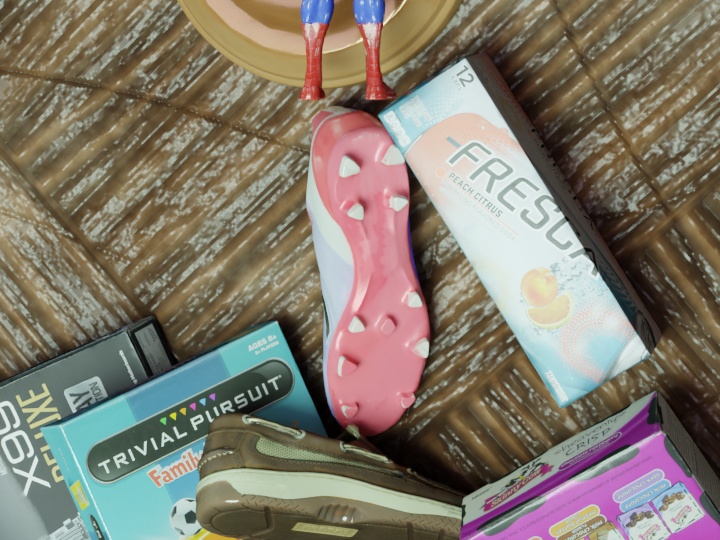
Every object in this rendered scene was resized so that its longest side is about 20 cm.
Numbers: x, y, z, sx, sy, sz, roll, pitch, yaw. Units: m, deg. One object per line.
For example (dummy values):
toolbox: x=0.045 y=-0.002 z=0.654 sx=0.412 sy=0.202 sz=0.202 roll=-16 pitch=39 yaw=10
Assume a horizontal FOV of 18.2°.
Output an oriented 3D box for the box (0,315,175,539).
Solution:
box: x=-0.161 y=0.149 z=1.408 sx=0.157 sy=0.050 sz=0.201 roll=-22 pitch=94 yaw=19

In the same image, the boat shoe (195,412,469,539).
boat shoe: x=0.000 y=0.124 z=1.315 sx=0.075 sy=0.201 sz=0.075 roll=-40 pitch=43 yaw=46

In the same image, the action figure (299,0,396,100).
action figure: x=-0.009 y=-0.197 z=1.256 sx=0.065 sy=0.052 sz=0.201 roll=1 pitch=97 yaw=11

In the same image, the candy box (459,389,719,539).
candy box: x=0.166 y=0.186 z=1.283 sx=0.136 sy=0.061 sz=0.200 roll=-30 pitch=106 yaw=16

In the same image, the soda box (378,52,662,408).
soda box: x=0.093 y=-0.026 z=1.284 sx=0.063 sy=0.068 sz=0.201 roll=-33 pitch=90 yaw=16

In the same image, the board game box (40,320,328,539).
board game box: x=-0.080 y=0.153 z=1.339 sx=0.150 sy=0.047 sz=0.201 roll=-26 pitch=94 yaw=-23

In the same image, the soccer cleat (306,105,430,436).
soccer cleat: x=0.000 y=0.000 z=1.330 sx=0.066 sy=0.076 sz=0.201 roll=-11 pitch=116 yaw=-16

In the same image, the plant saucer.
plant saucer: x=-0.030 y=-0.204 z=1.305 sx=0.199 sy=0.037 sz=0.201 roll=3 pitch=101 yaw=17
